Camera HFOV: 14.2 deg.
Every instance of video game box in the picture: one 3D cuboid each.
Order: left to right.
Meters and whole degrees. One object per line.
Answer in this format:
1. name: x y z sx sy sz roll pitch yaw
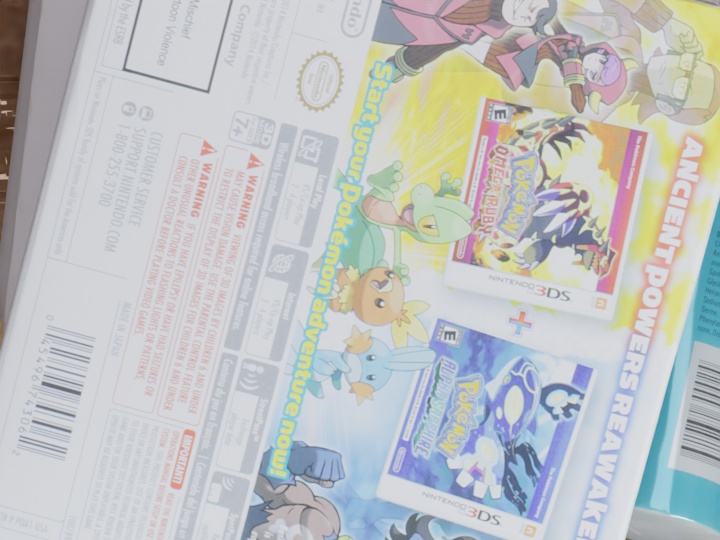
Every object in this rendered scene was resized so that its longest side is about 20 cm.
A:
1. video game box: 0.000 0.000 0.806 0.181 0.047 0.201 16 96 3

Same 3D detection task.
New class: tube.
1. tube: 0.111 -0.016 0.885 0.050 0.077 0.201 7 73 29

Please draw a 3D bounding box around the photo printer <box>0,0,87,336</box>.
1. photo printer: -0.022 -0.041 0.861 0.166 0.069 0.201 9 96 3
